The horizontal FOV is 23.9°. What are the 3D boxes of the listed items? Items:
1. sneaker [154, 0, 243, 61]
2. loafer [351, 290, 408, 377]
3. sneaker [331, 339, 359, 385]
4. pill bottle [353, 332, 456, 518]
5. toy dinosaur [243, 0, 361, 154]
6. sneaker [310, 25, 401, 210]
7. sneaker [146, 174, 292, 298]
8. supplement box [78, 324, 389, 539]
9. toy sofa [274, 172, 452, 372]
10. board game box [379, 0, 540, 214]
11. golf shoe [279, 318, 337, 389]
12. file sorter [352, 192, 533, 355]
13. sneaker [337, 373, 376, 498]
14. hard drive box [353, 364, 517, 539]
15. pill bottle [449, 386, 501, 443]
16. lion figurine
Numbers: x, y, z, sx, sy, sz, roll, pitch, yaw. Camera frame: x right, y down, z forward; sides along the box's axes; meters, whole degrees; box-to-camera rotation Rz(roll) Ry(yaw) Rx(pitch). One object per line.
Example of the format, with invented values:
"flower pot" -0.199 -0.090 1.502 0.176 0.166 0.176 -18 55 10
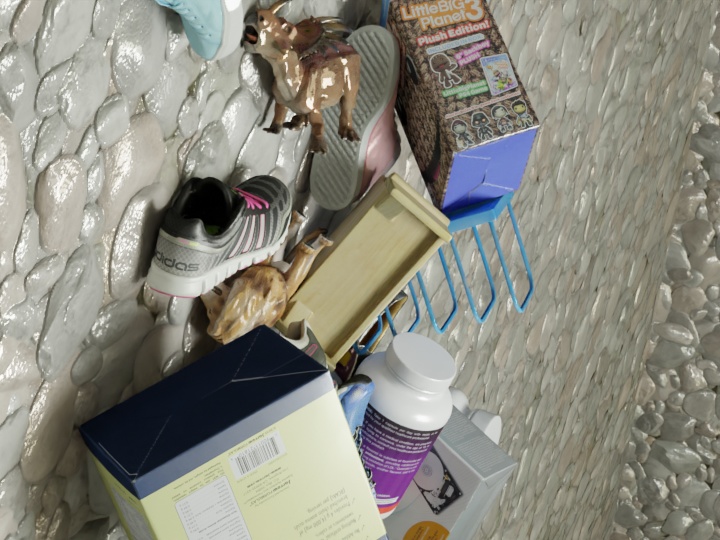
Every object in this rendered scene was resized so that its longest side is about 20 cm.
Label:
"sneaker" -0.146 -0.236 1.360 0.082 0.074 0.201 -29 148 -19
"loafer" -0.010 0.098 1.975 0.201 0.072 0.073 -69 161 -5
"sneaker" -0.057 0.125 1.874 0.090 0.075 0.201 -19 124 -72
"pill bottle" 0.026 0.167 1.831 0.112 0.112 0.201 -35 158 -59
"toy dinosaur" -0.038 -0.192 1.633 0.200 0.085 0.136 -23 127 -66
"sneaker" 0.006 -0.167 1.788 0.105 0.075 0.201 -31 140 -61
"sneaker" -0.120 -0.051 1.550 0.200 0.073 0.088 -38 148 -49
"supplement box" -0.108 0.194 1.509 0.199 0.134 0.201 -28 118 -19
"toy sofa" 0.000 0.000 1.761 0.200 0.083 0.098 -49 -169 8
"board game box" 0.097 -0.187 1.768 0.160 0.096 0.201 97 -26 -68
"golf shoe" -0.107 0.109 1.646 0.200 0.077 0.089 -18 96 -51
"file sorter" 0.079 0.001 1.861 0.139 0.199 0.123 -48 120 -71
"sneaker" -0.015 0.200 1.755 0.078 0.089 0.201 -30 140 -62
"hard drive box" 0.056 0.220 1.939 0.077 0.200 0.156 -14 138 -51
"pill bottle" 0.064 0.182 2.057 0.112 0.199 0.112 -53 153 -42
"lion figurine" -0.087 0.011 1.700 0.123 0.072 0.200 -59 168 12
